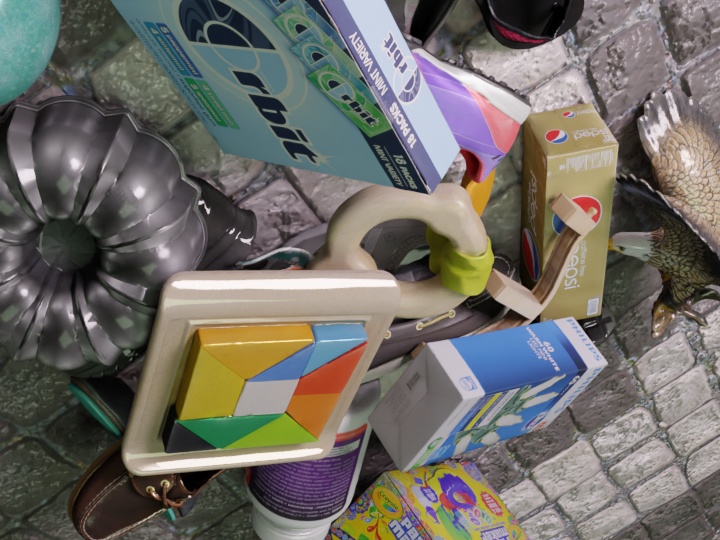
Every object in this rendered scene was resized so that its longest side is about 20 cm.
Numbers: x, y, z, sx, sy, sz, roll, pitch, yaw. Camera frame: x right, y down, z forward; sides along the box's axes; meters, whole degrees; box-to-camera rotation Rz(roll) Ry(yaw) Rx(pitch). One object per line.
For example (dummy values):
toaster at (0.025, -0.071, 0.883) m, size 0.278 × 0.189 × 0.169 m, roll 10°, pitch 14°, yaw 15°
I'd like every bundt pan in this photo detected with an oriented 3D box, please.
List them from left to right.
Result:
bundt pan at (-0.209, -0.016, 0.704) m, size 0.200 × 0.076 × 0.204 m, roll -2°, pitch 113°, yaw -6°

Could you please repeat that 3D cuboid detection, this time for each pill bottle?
pill bottle at (-0.052, 0.173, 0.956) m, size 0.110 × 0.112 × 0.201 m, roll -3°, pitch 129°, yaw -22°

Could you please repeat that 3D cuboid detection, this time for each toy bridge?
toy bridge at (0.133, 0.021, 0.863) m, size 0.067 × 0.027 × 0.200 m, roll 27°, pitch 111°, yaw -43°

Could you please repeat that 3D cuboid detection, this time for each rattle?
rattle at (0.004, -0.037, 0.801) m, size 0.198 × 0.144 × 0.130 m, roll -14°, pitch 145°, yaw 22°

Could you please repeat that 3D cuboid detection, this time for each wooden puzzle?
wooden puzzle at (-0.076, 0.085, 0.759) m, size 0.184 × 0.037 × 0.201 m, roll 0°, pitch 132°, yaw -26°

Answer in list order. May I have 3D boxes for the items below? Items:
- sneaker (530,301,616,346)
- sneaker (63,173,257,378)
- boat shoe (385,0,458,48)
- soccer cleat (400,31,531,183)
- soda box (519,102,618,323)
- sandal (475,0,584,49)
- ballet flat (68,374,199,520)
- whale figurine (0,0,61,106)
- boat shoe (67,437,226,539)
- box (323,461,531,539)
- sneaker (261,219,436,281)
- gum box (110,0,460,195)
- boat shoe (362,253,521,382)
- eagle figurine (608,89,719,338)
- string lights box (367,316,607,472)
sneaker at (0.161, 0.082, 1.013) m, size 0.198 × 0.076 × 0.079 m, roll -19°, pitch 147°, yaw 1°
sneaker at (-0.178, 0.001, 0.791) m, size 0.200 × 0.076 × 0.091 m, roll -43°, pitch 123°, yaw 6°
boat shoe at (0.030, -0.189, 0.721) m, size 0.066 × 0.057 × 0.201 m, roll 12°, pitch 122°, yaw -31°
soccer cleat at (0.026, -0.125, 0.694) m, size 0.199 × 0.068 × 0.074 m, roll 20°, pitch 102°, yaw -26°
soda box at (0.183, -0.046, 0.900) m, size 0.063 × 0.068 × 0.201 m, roll -10°, pitch 132°, yaw -5°
sandal at (0.119, -0.197, 0.720) m, size 0.075 × 0.045 × 0.200 m, roll -49°, pitch 155°, yaw 16°
ballet flat at (-0.193, 0.145, 0.908) m, size 0.073 × 0.073 × 0.201 m, roll -25°, pitch 128°, yaw -2°
whale figurine at (-0.275, -0.159, 0.578) m, size 0.199 × 0.104 × 0.160 m, roll 11°, pitch 124°, yaw -30°
boat shoe at (-0.159, 0.163, 0.846) m, size 0.200 × 0.070 × 0.071 m, roll -42°, pitch 134°, yaw -4°
box at (0.049, 0.318, 1.074) m, size 0.193 × 0.122 × 0.199 m, roll -47°, pitch 152°, yaw 18°
sneaker at (0.000, 0.000, 0.851) m, size 0.199 × 0.082 × 0.075 m, roll -27°, pitch 134°, yaw -1°
gum box at (-0.054, -0.133, 0.643) m, size 0.045 × 0.199 × 0.170 m, roll -55°, pitch 137°, yaw -21°
boat shoe at (0.059, 0.033, 0.902) m, size 0.200 × 0.072 × 0.061 m, roll -27°, pitch 136°, yaw -14°
eagle figurine at (0.289, -0.037, 0.897) m, size 0.150 × 0.152 × 0.201 m, roll -20°, pitch 134°, yaw -16°
string lights box at (0.113, 0.103, 0.866) m, size 0.199 × 0.059 × 0.103 m, roll -6°, pitch 142°, yaw -43°
